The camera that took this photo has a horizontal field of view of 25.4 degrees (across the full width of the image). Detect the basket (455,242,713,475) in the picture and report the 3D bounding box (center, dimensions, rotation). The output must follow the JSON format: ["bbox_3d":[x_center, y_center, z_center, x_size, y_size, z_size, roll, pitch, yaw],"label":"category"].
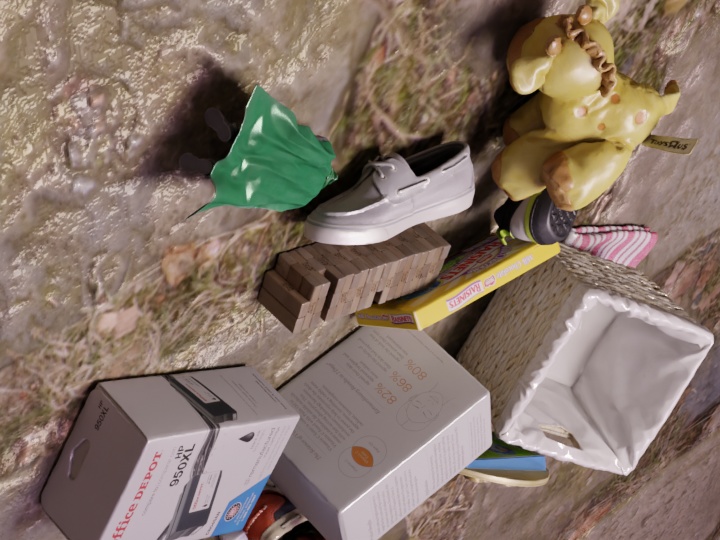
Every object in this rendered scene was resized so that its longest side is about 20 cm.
[{"bbox_3d":[0.243,0.089,1.771,0.197,0.161,0.201,18,113,-31],"label":"basket"}]

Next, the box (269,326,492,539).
[{"bbox_3d":[0.011,0.162,1.614,0.200,0.152,0.107,-36,148,-19],"label":"box"}]

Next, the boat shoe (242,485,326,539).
[{"bbox_3d":[-0.061,0.269,1.690,0.071,0.063,0.200,-55,150,8],"label":"boat shoe"}]

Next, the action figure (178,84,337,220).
[{"bbox_3d":[-0.072,-0.089,1.317,0.118,0.055,0.200,-57,156,11],"label":"action figure"}]

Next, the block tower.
[{"bbox_3d":[0.000,0.000,1.511,0.199,0.058,0.054,-20,140,-42],"label":"block tower"}]

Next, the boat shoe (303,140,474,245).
[{"bbox_3d":[0.030,-0.074,1.460,0.199,0.072,0.069,-16,116,-34],"label":"boat shoe"}]

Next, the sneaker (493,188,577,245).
[{"bbox_3d":[0.190,-0.112,1.627,0.072,0.082,0.201,55,53,-40],"label":"sneaker"}]

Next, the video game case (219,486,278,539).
[{"bbox_3d":[-0.059,0.277,1.783,0.200,0.023,0.182,-39,149,-17],"label":"video game case"}]

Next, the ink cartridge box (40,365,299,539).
[{"bbox_3d":[-0.172,0.174,1.456,0.199,0.084,0.145,-3,127,-51],"label":"ink cartridge box"}]

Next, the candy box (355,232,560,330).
[{"bbox_3d":[0.098,0.009,1.613,0.199,0.102,0.027,-28,109,-33],"label":"candy box"}]

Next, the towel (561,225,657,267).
[{"bbox_3d":[0.270,0.013,1.904,0.199,0.030,0.147,-3,126,-51],"label":"towel"}]

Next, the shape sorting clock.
[{"bbox_3d":[0.110,0.199,1.743,0.199,0.199,0.039,0,105,-53],"label":"shape sorting clock"}]

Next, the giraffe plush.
[{"bbox_3d":[0.195,-0.169,1.489,0.162,0.199,0.173,52,47,-36],"label":"giraffe plush"}]
